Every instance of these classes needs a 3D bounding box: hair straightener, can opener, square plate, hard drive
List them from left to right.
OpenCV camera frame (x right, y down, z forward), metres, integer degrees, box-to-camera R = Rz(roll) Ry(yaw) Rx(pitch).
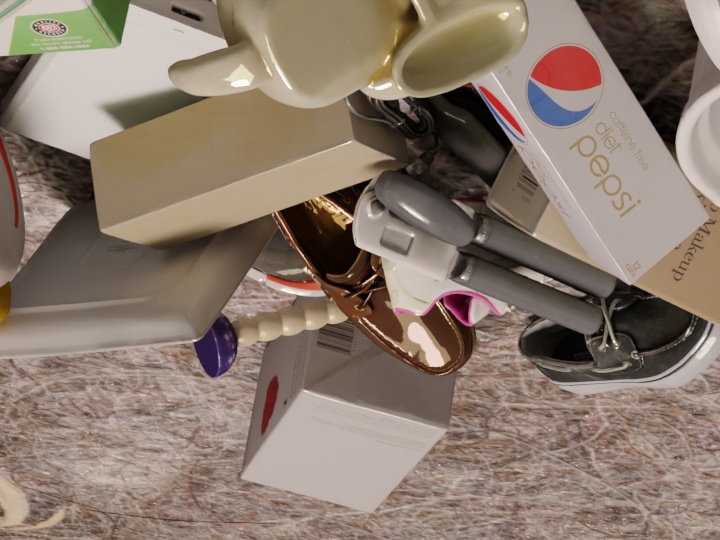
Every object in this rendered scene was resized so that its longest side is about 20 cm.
[{"bbox_3d":[-0.164,-0.006,1.553,0.198,0.199,0.029,-5,121,25],"label":"square plate"},{"bbox_3d":[-0.150,-0.127,1.470,0.131,0.026,0.200,19,150,-19],"label":"hard drive"},{"bbox_3d":[0.048,-0.099,1.407,0.041,0.078,0.200,-7,149,36],"label":"hair straightener"},{"bbox_3d":[0.082,-0.008,1.433,0.199,0.053,0.066,23,180,-28],"label":"can opener"}]

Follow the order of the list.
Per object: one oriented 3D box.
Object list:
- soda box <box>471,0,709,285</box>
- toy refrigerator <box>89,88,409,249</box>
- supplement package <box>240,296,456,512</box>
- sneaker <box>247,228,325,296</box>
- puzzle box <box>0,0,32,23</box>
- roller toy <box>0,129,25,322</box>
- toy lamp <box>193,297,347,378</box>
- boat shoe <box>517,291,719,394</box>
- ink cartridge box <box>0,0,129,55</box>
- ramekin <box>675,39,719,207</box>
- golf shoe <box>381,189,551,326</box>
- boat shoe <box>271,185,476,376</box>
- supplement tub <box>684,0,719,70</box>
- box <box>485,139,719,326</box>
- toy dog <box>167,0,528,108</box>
[{"bbox_3d":[0.125,-0.091,1.317,0.201,0.068,0.064,54,174,-26],"label":"soda box"},{"bbox_3d":[-0.075,-0.079,1.449,0.199,0.071,0.076,-18,162,27],"label":"toy refrigerator"},{"bbox_3d":[-0.008,0.093,1.741,0.119,0.122,0.200,15,152,-11],"label":"supplement package"},{"bbox_3d":[0.001,-0.031,1.586,0.198,0.077,0.082,5,126,5],"label":"sneaker"},{"bbox_3d":[-0.164,-0.217,1.170,0.199,0.025,0.133,-36,147,-4],"label":"puzzle box"},{"bbox_3d":[-0.305,-0.058,1.455,0.139,0.202,0.182,-19,168,10],"label":"roller toy"},{"bbox_3d":[-0.022,0.030,1.619,0.198,0.059,0.058,-16,161,-23],"label":"toy lamp"},{"bbox_3d":[0.193,0.052,1.655,0.070,0.073,0.199,21,153,-30],"label":"boat shoe"},{"bbox_3d":[-0.233,-0.211,1.270,0.145,0.085,0.200,-1,150,18],"label":"ink cartridge box"},{"bbox_3d":[0.287,-0.107,1.297,0.198,0.099,0.201,7,152,4],"label":"ramekin"},{"bbox_3d":[0.097,-0.008,1.513,0.198,0.093,0.075,2,179,-27],"label":"golf shoe"},{"bbox_3d":[0.000,-0.001,1.521,0.072,0.068,0.200,-40,97,17],"label":"boat shoe"},{"bbox_3d":[0.271,-0.177,1.119,0.198,0.146,0.144,-7,149,29],"label":"supplement tub"},{"bbox_3d":[0.193,-0.036,1.443,0.199,0.096,0.078,23,-172,-27],"label":"box"},{"bbox_3d":[-0.025,-0.160,1.206,0.140,0.194,0.200,49,179,-28],"label":"toy dog"}]
